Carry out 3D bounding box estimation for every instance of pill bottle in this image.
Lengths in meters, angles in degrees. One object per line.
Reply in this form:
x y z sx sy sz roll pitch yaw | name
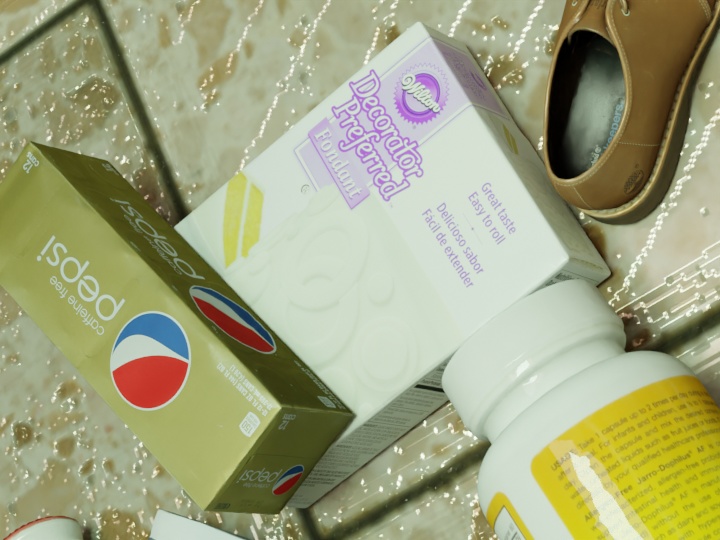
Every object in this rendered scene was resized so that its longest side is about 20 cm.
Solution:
0.120 0.107 0.925 0.113 0.113 0.201 -41 66 17 | pill bottle

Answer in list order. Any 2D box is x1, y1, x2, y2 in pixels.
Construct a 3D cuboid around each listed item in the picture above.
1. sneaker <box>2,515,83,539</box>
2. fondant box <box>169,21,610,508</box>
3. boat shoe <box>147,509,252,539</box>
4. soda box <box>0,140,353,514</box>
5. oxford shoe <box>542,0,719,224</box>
-0.187 0.232 1.094 0.200 0.078 0.116 -51 62 14 | sneaker
0.000 0.000 1.037 0.200 0.058 0.145 -38 67 17 | fondant box
-0.046 0.174 1.000 0.201 0.074 0.087 12 81 48 | boat shoe
-0.099 0.026 1.016 0.200 0.068 0.064 44 105 27 | soda box
0.125 -0.125 0.981 0.071 0.071 0.202 7 84 30 | oxford shoe
